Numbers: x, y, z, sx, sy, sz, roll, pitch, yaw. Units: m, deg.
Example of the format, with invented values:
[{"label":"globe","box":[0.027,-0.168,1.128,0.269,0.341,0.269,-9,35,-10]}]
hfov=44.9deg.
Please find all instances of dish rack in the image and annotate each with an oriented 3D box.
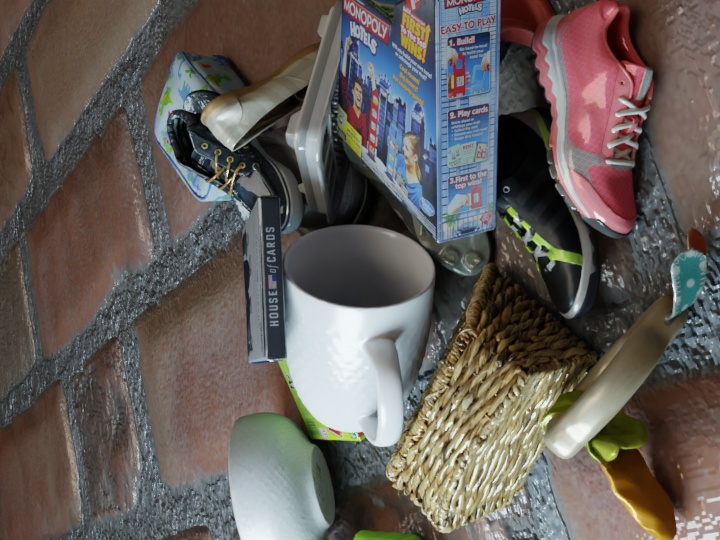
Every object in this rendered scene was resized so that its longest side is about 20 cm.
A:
[{"label":"dish rack","box":[-0.031,-0.166,0.901,0.172,0.043,0.201,80,-157,-67]}]

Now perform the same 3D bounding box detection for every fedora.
[{"label":"fedora","box":[-0.075,-0.117,1.039,0.200,0.090,0.178,46,126,40]}]

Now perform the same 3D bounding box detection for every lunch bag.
[{"label":"lunch bag","box":[-0.212,-0.198,1.216,0.200,0.082,0.161,50,128,37]}]

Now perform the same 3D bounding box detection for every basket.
[{"label":"basket","box":[0.089,0.115,0.794,0.149,0.142,0.201,45,125,33]}]

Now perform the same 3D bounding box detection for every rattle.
[{"label":"rattle","box":[0.244,0.090,0.670,0.200,0.130,0.143,-49,63,8]}]

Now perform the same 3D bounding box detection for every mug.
[{"label":"mug","box":[0.002,0.081,0.848,0.200,0.147,0.176,-117,25,-53]}]

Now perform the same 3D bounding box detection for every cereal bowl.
[{"label":"cereal bowl","box":[-0.082,0.261,1.022,0.083,0.200,0.201,-15,77,8]}]

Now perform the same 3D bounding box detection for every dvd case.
[{"label":"dvd case","box":[-0.099,0.017,0.878,0.200,0.025,0.151,153,115,-76]}]

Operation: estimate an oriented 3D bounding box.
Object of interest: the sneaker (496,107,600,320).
[{"label":"sneaker","box":[0.145,-0.050,0.761,0.072,0.082,0.201,114,148,-68]}]

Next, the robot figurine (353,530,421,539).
[{"label":"robot figurine","box":[0.016,0.370,0.927,0.200,0.115,0.177,3,88,52]}]

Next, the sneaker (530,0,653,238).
[{"label":"sneaker","box":[0.200,-0.128,0.710,0.087,0.073,0.201,-21,76,46]}]

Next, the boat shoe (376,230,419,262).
[{"label":"boat shoe","box":[0.000,0.000,0.977,0.199,0.071,0.064,-11,102,49]}]

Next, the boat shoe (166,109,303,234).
[{"label":"boat shoe","box":[-0.147,-0.111,0.984,0.200,0.091,0.071,51,128,34]}]

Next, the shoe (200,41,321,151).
[{"label":"shoe","box":[-0.084,-0.196,0.985,0.053,0.200,0.070,51,157,16]}]

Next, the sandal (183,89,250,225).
[{"label":"sandal","box":[-0.159,-0.136,1.103,0.075,0.048,0.201,-22,111,19]}]

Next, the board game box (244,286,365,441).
[{"label":"board game box","box":[-0.052,0.095,0.999,0.101,0.048,0.201,-13,102,53]}]

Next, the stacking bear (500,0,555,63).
[{"label":"stacking bear","box":[0.075,-0.204,0.841,0.200,0.121,0.114,-45,59,51]}]

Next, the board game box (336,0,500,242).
[{"label":"board game box","box":[0.051,-0.163,0.729,0.200,0.061,0.201,52,148,43]}]

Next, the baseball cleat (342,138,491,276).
[{"label":"baseball cleat","box":[0.064,-0.078,0.895,0.070,0.106,0.200,-40,84,8]}]
